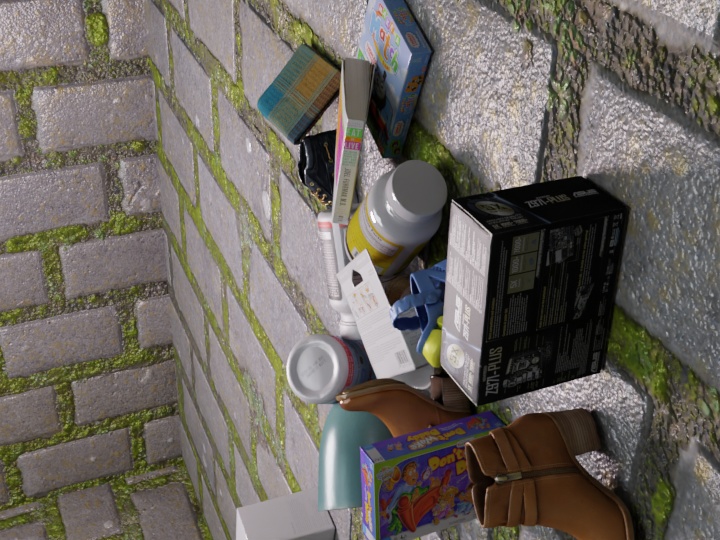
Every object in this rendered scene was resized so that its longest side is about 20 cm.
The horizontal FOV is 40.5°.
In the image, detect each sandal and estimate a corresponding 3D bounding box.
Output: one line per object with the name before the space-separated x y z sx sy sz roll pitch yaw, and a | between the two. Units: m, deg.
sandal | 0.099 0.020 1.217 0.086 0.201 0.080 22 142 11

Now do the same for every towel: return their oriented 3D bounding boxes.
towel | -0.102 -0.304 1.677 0.147 0.022 0.200 -50 37 6

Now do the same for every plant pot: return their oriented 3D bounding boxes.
plant pot | 0.025 0.285 1.533 0.200 0.197 0.164 140 127 -67

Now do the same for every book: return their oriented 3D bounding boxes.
book | -0.017 -0.186 1.428 0.202 0.047 0.135 101 174 -49

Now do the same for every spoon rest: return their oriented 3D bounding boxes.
spoon rest | 0.073 0.143 1.503 0.200 0.060 0.101 132 124 -66

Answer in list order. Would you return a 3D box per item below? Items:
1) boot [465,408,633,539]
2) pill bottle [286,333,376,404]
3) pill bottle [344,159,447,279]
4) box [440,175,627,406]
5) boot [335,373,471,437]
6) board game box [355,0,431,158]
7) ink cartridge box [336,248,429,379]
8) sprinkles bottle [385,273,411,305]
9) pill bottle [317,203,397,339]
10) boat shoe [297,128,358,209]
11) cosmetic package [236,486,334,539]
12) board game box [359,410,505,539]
boot | 0.203 0.257 1.053 0.077 0.152 0.204 146 111 -67
pill bottle | -0.031 0.164 1.600 0.199 0.107 0.111 16 -125 -64
pill bottle | 0.052 -0.073 1.379 0.200 0.109 0.113 128 127 -63
box | 0.176 0.020 1.018 0.086 0.161 0.203 -132 36 -53
boot | 0.064 0.230 1.370 0.077 0.196 0.159 179 89 -71
board game box | 0.039 -0.288 1.410 0.202 0.036 0.153 107 146 -51
ink cartridge box | 0.034 0.063 1.395 0.200 0.043 0.176 143 107 -73
sprinkles bottle | 0.103 0.062 1.372 0.200 0.067 0.070 -144 47 -63
pill bottle | 0.000 0.000 1.547 0.116 0.114 0.204 -166 67 -68
boat shoe | -0.058 -0.138 1.667 0.071 0.089 0.204 -152 54 -64
cosmetic package | -0.175 0.619 2.208 0.124 0.196 0.202 -122 29 -43
board game box | 0.098 0.279 1.305 0.045 0.196 0.137 -140 43 -58
